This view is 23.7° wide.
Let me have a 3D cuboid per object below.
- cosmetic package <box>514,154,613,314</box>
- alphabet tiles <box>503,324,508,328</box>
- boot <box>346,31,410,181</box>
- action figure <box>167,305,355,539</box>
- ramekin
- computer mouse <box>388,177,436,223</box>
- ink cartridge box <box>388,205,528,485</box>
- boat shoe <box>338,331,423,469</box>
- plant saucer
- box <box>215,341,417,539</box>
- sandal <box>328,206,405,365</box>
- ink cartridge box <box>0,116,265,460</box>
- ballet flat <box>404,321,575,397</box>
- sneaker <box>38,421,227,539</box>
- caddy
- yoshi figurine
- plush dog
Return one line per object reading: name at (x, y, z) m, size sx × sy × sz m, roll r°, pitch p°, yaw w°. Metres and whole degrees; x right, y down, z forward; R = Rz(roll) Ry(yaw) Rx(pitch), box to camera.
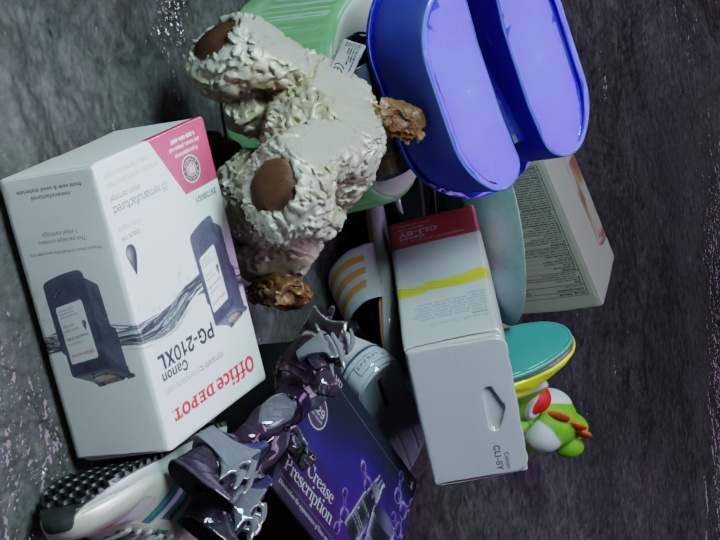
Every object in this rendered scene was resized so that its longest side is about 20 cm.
cosmetic package at (0.189, -0.058, 1.819) m, size 0.201 × 0.103 × 0.087 m, roll 65°, pitch 32°, yaw -33°
alphabet tiles at (0.118, 0.089, 1.755) m, size 0.166 × 0.006 × 0.201 m, roll 44°, pitch 47°, yaw -51°
boot at (0.039, -0.169, 1.380) m, size 0.200 × 0.074 × 0.097 m, roll -62°, pitch 140°, yaw -44°
action figure at (-0.056, 0.106, 1.205) m, size 0.200 × 0.069 × 0.131 m, roll -52°, pitch 159°, yaw -39°
ramekin at (-0.023, -0.140, 1.440) m, size 0.200 × 0.097 × 0.201 m, roll 20°, pitch 67°, yaw -59°
computer mouse at (0.040, -0.048, 1.589) m, size 0.141 × 0.046 × 0.201 m, roll -65°, pitch 150°, yaw -64°
ink cartridge box at (0.081, 0.061, 1.450) m, size 0.200 × 0.083 × 0.146 m, roll -95°, pitch 172°, yaw -59°
boat shoe at (0.009, 0.114, 1.473) m, size 0.073 × 0.067 × 0.200 m, roll -36°, pitch 148°, yaw -21°
plant saucer at (0.104, -0.044, 1.590) m, size 0.201 × 0.038 × 0.202 m, roll 169°, pitch -90°, yaw -80°
box at (-0.039, 0.172, 1.370) m, size 0.200 × 0.078 × 0.142 m, roll 56°, pitch 36°, yaw -40°
sandal at (0.001, 0.005, 1.510) m, size 0.079 × 0.059 × 0.207 m, roll 78°, pitch 3°, yaw -45°
ink cartridge box at (-0.152, 0.011, 1.182) m, size 0.145 × 0.084 × 0.201 m, roll -35°, pitch 115°, yaw -59°
ballet flat at (0.107, 0.106, 1.583) m, size 0.067 × 0.199 × 0.067 m, roll 53°, pitch -25°, yaw 39°
sneaker at (-0.142, 0.170, 1.181) m, size 0.200 × 0.070 × 0.094 m, roll -22°, pitch 97°, yaw -64°
caddy at (0.086, -0.151, 1.315) m, size 0.141 × 0.105 × 0.201 m, roll -27°, pitch 108°, yaw -22°
yoshi figurine at (0.144, 0.136, 1.717) m, size 0.200 × 0.112 × 0.112 m, roll 35°, pitch 12°, yaw -37°
plush dog at (-0.055, -0.068, 1.267) m, size 0.160 × 0.172 × 0.201 m, roll 3°, pitch 49°, yaw -36°
